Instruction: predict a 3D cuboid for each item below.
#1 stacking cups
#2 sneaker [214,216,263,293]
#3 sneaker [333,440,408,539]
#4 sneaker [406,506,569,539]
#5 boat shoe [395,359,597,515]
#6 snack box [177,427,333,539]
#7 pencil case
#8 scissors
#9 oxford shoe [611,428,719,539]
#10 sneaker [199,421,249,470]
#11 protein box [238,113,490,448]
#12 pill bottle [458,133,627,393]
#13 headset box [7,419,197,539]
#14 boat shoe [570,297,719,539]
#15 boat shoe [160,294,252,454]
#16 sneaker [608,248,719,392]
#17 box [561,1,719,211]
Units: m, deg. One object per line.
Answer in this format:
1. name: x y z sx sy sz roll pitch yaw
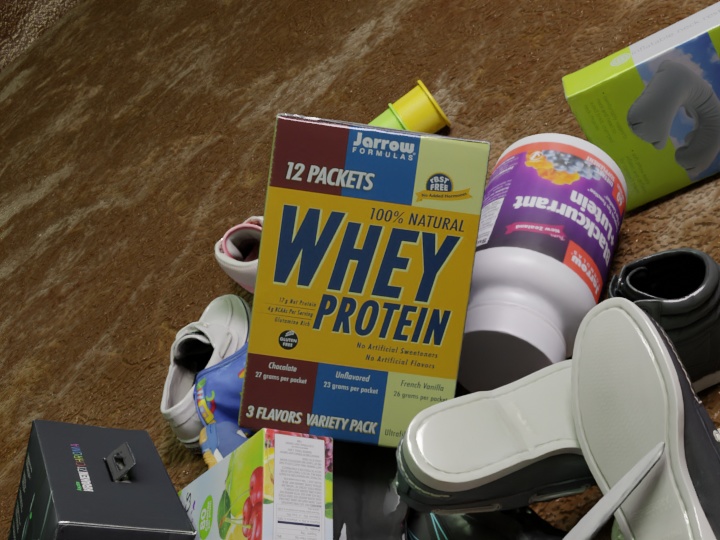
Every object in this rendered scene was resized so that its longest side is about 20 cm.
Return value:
1. stacking cups: -0.002 -0.123 1.210 0.200 0.061 0.061 -34 30 5
2. sneaker: -0.102 -0.021 1.133 0.075 0.105 0.200 -40 29 -2
3. sneaker: 0.005 0.211 0.727 0.080 0.086 0.201 3 61 -5
4. sneaker: 0.096 0.186 0.695 0.200 0.075 0.080 35 104 52
5. boat shoe: 0.111 0.104 0.684 0.199 0.062 0.073 -8 53 -23
6. snack box: -0.081 0.200 0.728 0.200 0.053 0.143 -41 42 53
7. pencil case: -0.053 0.070 0.952 0.200 0.087 0.078 -36 22 16
8. scissors: 0.096 0.168 0.623 0.200 0.014 0.073 -58 16 1
9. oxford shoe: 0.233 0.113 0.652 0.200 0.058 0.075 -43 60 15
10. sneaker: -0.056 0.170 0.866 0.088 0.075 0.200 -34 38 -11
11. protein box: 0.000 0.000 0.790 0.134 0.200 0.200 8 5 -2
12. pill bottle: 0.130 -0.001 0.854 0.111 0.112 0.200 -12 39 36
13. headset box: -0.195 0.218 0.795 0.174 0.092 0.201 -146 68 -65
14. boat shoe: 0.174 0.110 0.622 0.074 0.060 0.201 -42 54 42
15. boat shoe: -0.149 0.082 1.076 0.072 0.066 0.200 -21 34 25
16. sneaker: 0.167 0.058 0.748 0.200 0.099 0.071 -35 32 6
17. box: 0.274 -0.140 0.886 0.199 0.122 0.048 -25 28 20
